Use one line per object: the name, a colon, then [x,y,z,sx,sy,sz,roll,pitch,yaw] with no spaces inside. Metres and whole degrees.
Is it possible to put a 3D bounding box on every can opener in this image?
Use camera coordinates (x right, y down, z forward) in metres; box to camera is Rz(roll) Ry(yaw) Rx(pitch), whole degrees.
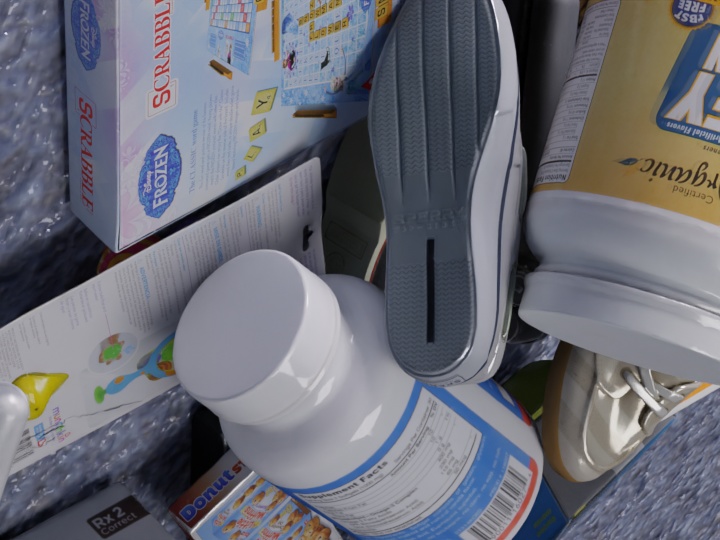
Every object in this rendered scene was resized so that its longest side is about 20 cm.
can opener: [0.093,-0.058,1.186,0.067,0.053,0.201,-10,108,-61]

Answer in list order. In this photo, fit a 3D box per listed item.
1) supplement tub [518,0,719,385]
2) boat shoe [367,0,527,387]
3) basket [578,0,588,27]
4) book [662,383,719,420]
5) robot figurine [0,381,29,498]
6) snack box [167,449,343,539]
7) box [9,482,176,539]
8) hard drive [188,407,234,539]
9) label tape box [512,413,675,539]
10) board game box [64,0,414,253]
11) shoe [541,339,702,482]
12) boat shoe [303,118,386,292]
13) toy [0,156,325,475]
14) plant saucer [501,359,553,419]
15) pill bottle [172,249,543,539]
supplement tub: [0.163,-0.056,1.053,0.145,0.144,0.201,30,75,-60]
boat shoe: [0.044,-0.042,1.047,0.067,0.073,0.201,21,74,-65]
basket: [0.236,-0.186,1.205,0.149,0.143,0.200,3,122,-53]
book: [0.202,-0.007,1.214,0.199,0.048,0.134,-24,117,-28]
robot figurine: [-0.227,0.062,0.901,0.169,0.113,0.201,17,115,-16]
snack box: [-0.051,0.162,1.266,0.072,0.024,0.200,-42,149,-10]
box: [-0.150,0.252,1.127,0.199,0.200,0.131,-28,144,-32]
hard drive: [-0.015,0.093,1.294,0.200,0.033,0.140,-30,144,-31]
label tape box: [0.096,0.151,1.330,0.144,0.063,0.200,-52,169,35]
board game box: [-0.047,-0.130,0.993,0.199,0.041,0.200,-30,145,-31]
shoe: [0.160,0.023,1.136,0.070,0.053,0.200,36,78,-34]
boat shoe: [0.000,0.000,1.176,0.062,0.071,0.201,5,114,-49]
toy: [-0.110,0.015,1.068,0.200,0.047,0.115,-33,149,-21]
plant saucer: [0.069,0.124,1.392,0.200,0.031,0.200,-44,171,-9]
pill bottle: [-0.002,0.070,1.089,0.112,0.112,0.200,-50,133,1]
